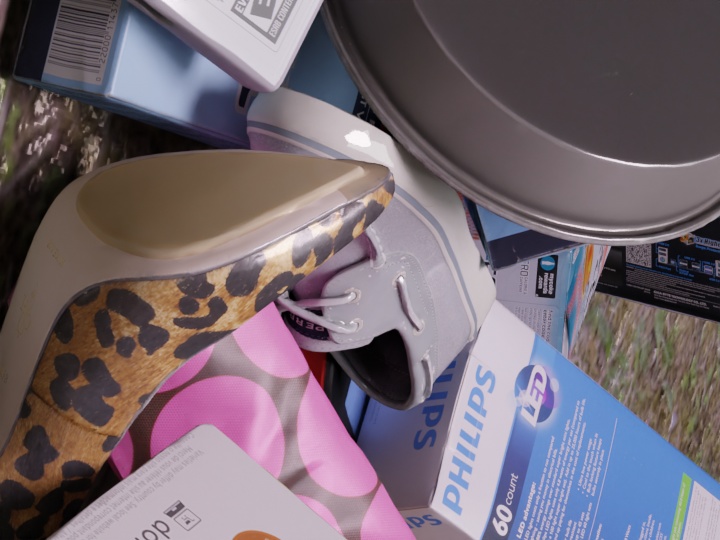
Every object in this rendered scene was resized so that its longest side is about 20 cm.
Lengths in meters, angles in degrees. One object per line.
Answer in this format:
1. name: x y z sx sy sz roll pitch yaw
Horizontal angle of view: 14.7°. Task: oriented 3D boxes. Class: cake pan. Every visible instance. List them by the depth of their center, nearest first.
1. cake pan: 0.078 -0.106 1.024 0.201 0.200 0.037 -58 -173 -37

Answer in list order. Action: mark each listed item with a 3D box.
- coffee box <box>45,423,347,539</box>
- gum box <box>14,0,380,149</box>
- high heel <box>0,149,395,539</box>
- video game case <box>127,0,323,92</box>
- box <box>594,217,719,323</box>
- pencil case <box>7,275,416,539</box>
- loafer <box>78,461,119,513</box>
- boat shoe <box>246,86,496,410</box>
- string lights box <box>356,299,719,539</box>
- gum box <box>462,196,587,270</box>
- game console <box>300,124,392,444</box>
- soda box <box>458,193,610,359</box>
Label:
1. coffee box: -0.068 0.212 0.912 0.200 0.198 0.200 -56 169 33
2. gum box: -0.039 -0.132 1.045 0.200 0.044 0.171 17 86 -63
3. high heel: -0.073 0.039 0.947 0.072 0.199 0.143 -115 -172 -51
4. video game case: -0.050 -0.190 0.932 0.182 0.022 0.201 35 76 -38
5. box: 0.179 -0.052 1.415 0.046 0.199 0.160 -45 140 -46
6. pencil case: -0.053 0.065 1.012 0.093 0.091 0.201 -32 101 -8
7. loafer: -0.059 0.060 1.097 0.201 0.069 0.070 -69 155 -17
8. boat shoe: -0.001 0.000 1.049 0.072 0.070 0.201 -63 154 -14
9. string lights box: 0.086 0.106 1.221 0.200 0.059 0.103 39 57 -34
10. gum box: 0.123 -0.060 1.172 0.200 0.169 0.045 -97 171 -80
11. game console: 0.010 0.015 1.235 0.200 0.031 0.178 75 31 -63
12. soda box: 0.078 -0.016 1.315 0.200 0.068 0.064 -58 153 -67
